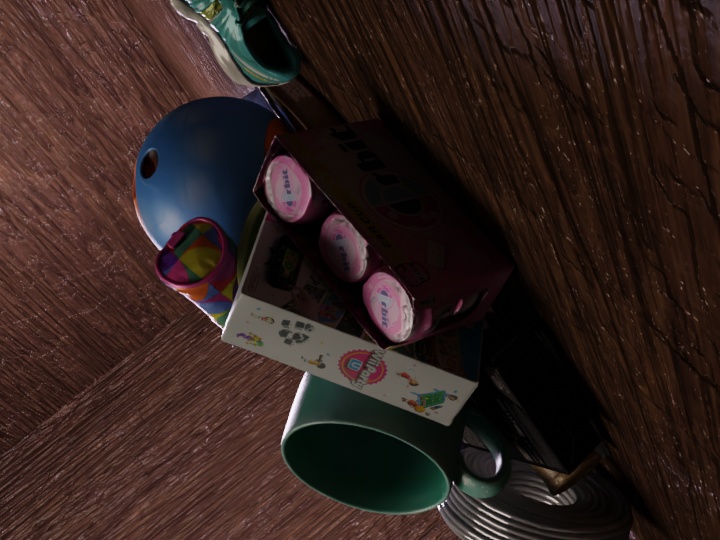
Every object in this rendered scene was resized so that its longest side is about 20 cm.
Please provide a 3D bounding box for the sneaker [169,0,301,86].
[{"bbox_3d":[-0.123,-0.258,1.070,0.080,0.078,0.200,14,151,51],"label":"sneaker"}]

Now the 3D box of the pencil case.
[{"bbox_3d":[-0.137,0.018,1.180,0.088,0.088,0.200,50,178,29],"label":"pencil case"}]

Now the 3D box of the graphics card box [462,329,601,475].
[{"bbox_3d":[0.119,0.113,1.038,0.126,0.051,0.200,55,161,-15],"label":"graphics card box"}]

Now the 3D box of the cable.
[{"bbox_3d":[0.182,0.248,1.171,0.200,0.069,0.200,12,-165,-6],"label":"cable"}]

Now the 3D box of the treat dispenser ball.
[{"bbox_3d":[-0.154,-0.095,1.267,0.201,0.201,0.201,52,176,5],"label":"treat dispenser ball"}]

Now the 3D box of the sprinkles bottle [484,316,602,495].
[{"bbox_3d":[0.159,0.134,1.157,0.200,0.068,0.068,51,175,22],"label":"sprinkles bottle"}]

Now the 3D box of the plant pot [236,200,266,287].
[{"bbox_3d":[0.000,0.000,1.161,0.200,0.200,0.190,51,-172,15],"label":"plant pot"}]

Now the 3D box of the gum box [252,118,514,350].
[{"bbox_3d":[0.019,-0.030,0.906,0.200,0.113,0.066,50,134,27],"label":"gum box"}]

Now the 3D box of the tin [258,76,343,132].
[{"bbox_3d":[-0.052,-0.158,1.224,0.200,0.042,0.112,49,179,45],"label":"tin"}]

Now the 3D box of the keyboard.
[{"bbox_3d":[0.165,0.087,1.037,0.127,0.021,0.200,38,165,49],"label":"keyboard"}]

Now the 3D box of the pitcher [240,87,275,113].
[{"bbox_3d":[-0.100,-0.138,1.508,0.200,0.121,0.172,63,-165,-1],"label":"pitcher"}]

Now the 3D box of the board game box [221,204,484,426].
[{"bbox_3d":[0.001,0.027,0.937,0.200,0.064,0.148,21,-140,-8],"label":"board game box"}]

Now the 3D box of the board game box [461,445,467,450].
[{"bbox_3d":[0.162,0.260,1.351,0.200,0.032,0.120,47,-142,-33],"label":"board game box"}]

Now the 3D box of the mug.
[{"bbox_3d":[0.029,0.138,1.009,0.185,0.115,0.152,35,139,-22],"label":"mug"}]
